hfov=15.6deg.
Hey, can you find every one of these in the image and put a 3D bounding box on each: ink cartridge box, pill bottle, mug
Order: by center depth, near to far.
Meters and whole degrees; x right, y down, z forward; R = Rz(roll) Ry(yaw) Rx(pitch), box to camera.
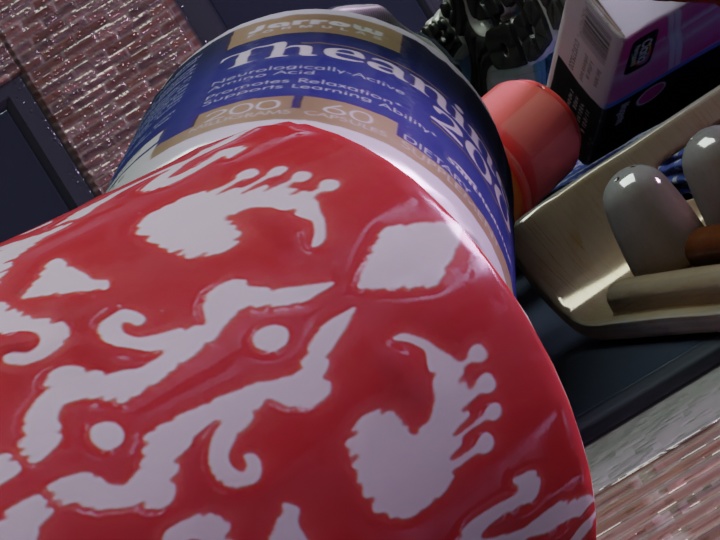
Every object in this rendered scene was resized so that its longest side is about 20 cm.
[{"bbox_3d":[-0.079,0.067,0.441,0.200,0.134,0.177,-31,6,-30],"label":"mug"},{"bbox_3d":[-0.013,-0.008,0.708,0.111,0.111,0.200,-31,14,11],"label":"pill bottle"},{"bbox_3d":[0.156,-0.114,0.919,0.200,0.037,0.095,-32,-19,-15],"label":"ink cartridge box"}]

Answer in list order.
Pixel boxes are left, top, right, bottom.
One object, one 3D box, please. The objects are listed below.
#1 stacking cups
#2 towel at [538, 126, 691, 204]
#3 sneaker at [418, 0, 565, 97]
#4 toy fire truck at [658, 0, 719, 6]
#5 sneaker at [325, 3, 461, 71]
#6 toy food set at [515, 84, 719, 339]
[{"bbox_3d":[0.000,0.000,0.861,0.060,0.061,0.200,-26,14,48],"label":"stacking cups"},{"bbox_3d":[0.126,-0.048,0.937,0.145,0.024,0.200,-32,6,-28],"label":"towel"},{"bbox_3d":[0.081,-0.119,1.065,0.090,0.078,0.200,-26,-14,-16],"label":"sneaker"},{"bbox_3d":[0.156,-0.152,0.706,0.168,0.112,0.200,8,56,47],"label":"toy fire truck"},{"bbox_3d":[-0.039,-0.024,1.062,0.202,0.077,0.146,-38,-17,-24],"label":"sneaker"},{"bbox_3d":[0.125,-0.046,0.675,0.143,0.060,0.200,-33,6,-13],"label":"toy food set"}]
